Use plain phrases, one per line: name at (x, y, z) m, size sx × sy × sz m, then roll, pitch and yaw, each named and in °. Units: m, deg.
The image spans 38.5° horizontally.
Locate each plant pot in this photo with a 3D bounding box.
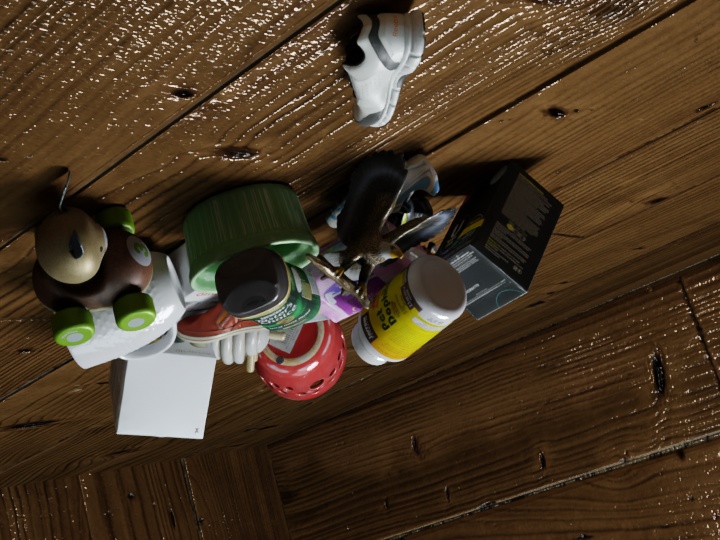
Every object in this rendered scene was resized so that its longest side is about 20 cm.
plant pot at (-0.128, 0.148, 2.099) m, size 0.196 × 0.204 × 0.183 m, roll -16°, pitch 163°, yaw -4°

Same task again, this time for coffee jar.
coffee jar at (-0.131, 0.030, 1.477) m, size 0.103 × 0.087 × 0.200 m, roll -20°, pitch 165°, yaw 11°

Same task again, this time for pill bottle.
pill bottle at (0.069, 0.069, 1.607) m, size 0.108 × 0.111 × 0.200 m, roll -5°, pitch 153°, yaw -40°

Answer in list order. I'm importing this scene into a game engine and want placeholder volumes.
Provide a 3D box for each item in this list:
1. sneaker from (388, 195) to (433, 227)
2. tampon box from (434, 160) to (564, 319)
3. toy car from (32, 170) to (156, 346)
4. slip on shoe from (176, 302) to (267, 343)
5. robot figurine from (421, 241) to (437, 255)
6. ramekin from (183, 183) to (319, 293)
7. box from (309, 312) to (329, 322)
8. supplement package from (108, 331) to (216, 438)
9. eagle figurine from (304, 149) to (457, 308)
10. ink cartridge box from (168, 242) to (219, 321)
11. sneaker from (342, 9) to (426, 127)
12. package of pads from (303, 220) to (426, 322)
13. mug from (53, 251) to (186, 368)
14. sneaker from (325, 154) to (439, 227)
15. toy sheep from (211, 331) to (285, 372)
sneaker at (0.079, -0.099, 1.713) m, size 0.080 × 0.075 × 0.200 m, roll -27°, pitch 172°, yaw -2°
tampon box at (0.224, -0.050, 1.731) m, size 0.150 × 0.126 × 0.202 m, roll -37°, pitch -161°, yaw 54°
toy car at (-0.343, -0.031, 1.296) m, size 0.155 × 0.167 × 0.201 m, roll -13°, pitch 153°, yaw -14°
slip on shoe at (-0.211, 0.069, 1.661) m, size 0.196 × 0.062 × 0.074 m, roll -12°, pitch -152°, yaw 20°
robot figurine at (0.077, 0.041, 1.787) m, size 0.143 × 0.058 × 0.203 m, roll -9°, pitch 126°, yaw -38°
ramekin at (-0.167, -0.048, 1.522) m, size 0.196 × 0.100 × 0.200 m, roll -17°, pitch 166°, yaw -4°
box at (-0.150, 0.055, 1.854) m, size 0.156 × 0.049 × 0.199 m, roll -8°, pitch -168°, yaw -31°
supplement package at (-0.345, 0.173, 1.783) m, size 0.149 × 0.154 × 0.200 m, roll 7°, pitch -163°, yaw -20°
eagle figurine at (0.030, -0.052, 1.510) m, size 0.202 × 0.149 × 0.152 m, roll -56°, pitch 157°, yaw -11°
ink cartridge box at (-0.275, 0.027, 1.704) m, size 0.144 × 0.086 × 0.199 m, roll -3°, pitch 158°, yaw -45°
sneaker at (0.012, -0.229, 1.158) m, size 0.078 × 0.075 × 0.201 m, roll 2°, pitch 157°, yaw -12°
package of pads at (0.000, 0.000, 1.669) m, size 0.198 × 0.077 × 0.120 m, roll -27°, pitch 133°, yaw 31°
mug at (-0.353, 0.065, 1.576) m, size 0.172 × 0.149 × 0.202 m, roll -20°, pitch 136°, yaw -3°
sneaker at (0.031, -0.106, 1.578) m, size 0.198 × 0.073 × 0.072 m, roll -26°, pitch -176°, yaw 28°
toy sheep at (-0.240, 0.118, 1.964) m, size 0.195 × 0.141 × 0.138 m, roll 4°, pitch 164°, yaw -3°
